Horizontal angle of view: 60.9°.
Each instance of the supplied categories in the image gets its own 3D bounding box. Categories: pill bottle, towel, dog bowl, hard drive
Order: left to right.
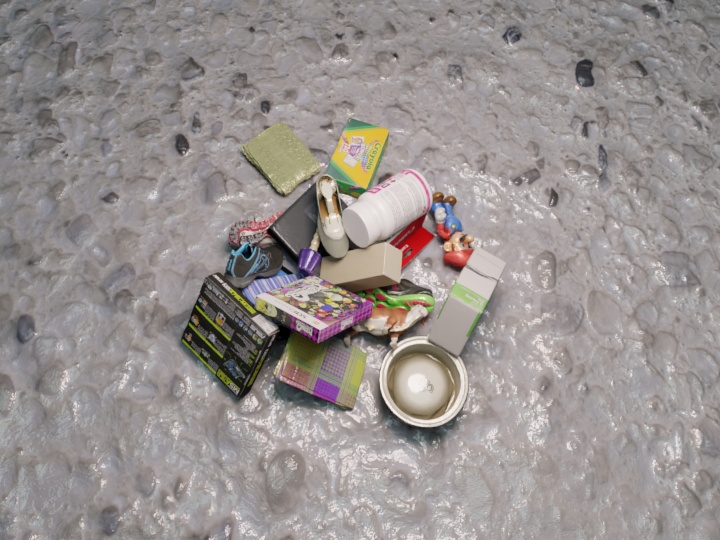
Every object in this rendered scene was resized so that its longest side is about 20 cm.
[{"bbox_3d":[-0.209,-0.298,1.620,0.147,0.037,0.200,-37,70,-19],"label":"towel"},{"bbox_3d":[-0.164,0.060,1.395,0.197,0.024,0.145,-8,46,-38],"label":"towel"},{"bbox_3d":[-0.116,-0.114,1.498,0.140,0.033,0.200,46,61,-7],"label":"hard drive"},{"bbox_3d":[-0.083,0.205,1.345,0.197,0.023,0.146,28,64,-20],"label":"towel"},{"bbox_3d":[0.060,-0.141,1.392,0.198,0.114,0.114,-33,69,-29],"label":"pill bottle"},{"bbox_3d":[0.135,0.252,1.347,0.195,0.074,0.205,1,63,-2],"label":"dog bowl"}]

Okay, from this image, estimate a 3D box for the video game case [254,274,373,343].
[{"bbox_3d":[-0.097,0.076,1.312,0.179,0.037,0.198,24,25,28],"label":"video game case"}]

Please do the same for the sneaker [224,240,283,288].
[{"bbox_3d":[-0.235,-0.027,1.399,0.072,0.084,0.200,18,25,17],"label":"sneaker"}]

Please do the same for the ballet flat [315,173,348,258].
[{"bbox_3d":[-0.070,-0.129,1.406,0.066,0.064,0.204,-10,68,-7],"label":"ballet flat"}]

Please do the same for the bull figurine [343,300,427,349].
[{"bbox_3d":[0.054,0.120,1.373,0.195,0.067,0.122,-3,22,24],"label":"bull figurine"}]

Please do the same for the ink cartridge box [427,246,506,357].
[{"bbox_3d":[0.240,0.066,1.364,0.083,0.147,0.200,28,42,11],"label":"ink cartridge box"}]

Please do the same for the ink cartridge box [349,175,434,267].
[{"bbox_3d":[0.074,-0.107,1.494,0.175,0.085,0.200,39,58,15],"label":"ink cartridge box"}]

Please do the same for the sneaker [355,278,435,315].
[{"bbox_3d":[0.081,0.062,1.448,0.195,0.078,0.084,12,29,10],"label":"sneaker"}]

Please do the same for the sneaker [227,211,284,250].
[{"bbox_3d":[-0.229,-0.093,1.504,0.195,0.075,0.083,-5,74,-19],"label":"sneaker"}]

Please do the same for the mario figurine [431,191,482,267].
[{"bbox_3d":[0.241,-0.103,1.503,0.121,0.107,0.204,-12,67,-11],"label":"mario figurine"}]

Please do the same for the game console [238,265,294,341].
[{"bbox_3d":[-0.208,0.056,1.409,0.198,0.176,0.118,34,96,14],"label":"game console"}]

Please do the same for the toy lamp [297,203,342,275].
[{"bbox_3d":[-0.099,-0.084,1.447,0.057,0.058,0.204,15,66,5],"label":"toy lamp"}]

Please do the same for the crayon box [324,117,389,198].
[{"bbox_3d":[-0.008,-0.295,1.613,0.116,0.059,0.203,17,65,6],"label":"crayon box"}]

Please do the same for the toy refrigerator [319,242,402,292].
[{"bbox_3d":[0.000,0.000,1.403,0.197,0.069,0.078,-13,63,40],"label":"toy refrigerator"}]

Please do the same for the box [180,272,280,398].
[{"bbox_3d":[-0.287,0.141,1.329,0.199,0.195,0.047,39,32,17],"label":"box"}]
